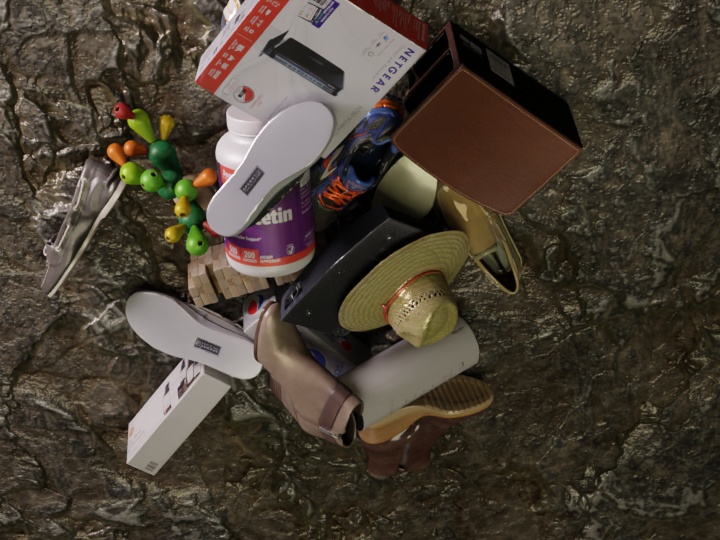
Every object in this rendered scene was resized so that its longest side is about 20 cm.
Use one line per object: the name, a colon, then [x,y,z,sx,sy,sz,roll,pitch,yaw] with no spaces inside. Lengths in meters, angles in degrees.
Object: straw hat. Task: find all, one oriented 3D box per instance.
straw hat: [0.075,0.047,1.710,0.200,0.085,0.201,-27,155,-13]

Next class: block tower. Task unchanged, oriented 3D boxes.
block tower: [-0.126,-0.012,1.775,0.199,0.058,0.054,-17,129,4]

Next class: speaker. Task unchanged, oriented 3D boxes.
speaker: [0.061,0.136,1.847,0.199,0.081,0.081,-29,133,-21]

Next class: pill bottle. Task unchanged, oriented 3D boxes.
pill bottle: [-0.115,-0.100,1.659,0.112,0.113,0.201,-5,118,-3]

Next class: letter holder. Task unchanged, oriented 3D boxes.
letter holder: [0.142,-0.175,1.654,0.200,0.101,0.142,30,121,-27]

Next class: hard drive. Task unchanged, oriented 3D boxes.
hard drive: [0.000,0.000,1.705,0.200,0.042,0.135,-43,144,24]

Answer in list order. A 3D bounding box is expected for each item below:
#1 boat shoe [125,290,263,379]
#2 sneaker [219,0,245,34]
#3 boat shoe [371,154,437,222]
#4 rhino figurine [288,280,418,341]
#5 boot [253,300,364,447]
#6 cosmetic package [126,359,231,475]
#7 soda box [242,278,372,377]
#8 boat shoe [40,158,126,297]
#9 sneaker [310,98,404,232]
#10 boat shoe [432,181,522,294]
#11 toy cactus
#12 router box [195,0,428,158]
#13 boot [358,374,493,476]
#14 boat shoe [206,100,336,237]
boat shoe: [-0.215,0.080,1.829,0.199,0.066,0.072,21,102,1]
sneaker: [-0.059,-0.273,1.561,0.199,0.079,0.080,5,133,-9]
boat shoe: [0.051,-0.077,1.744,0.073,0.063,0.202,17,127,1]
rhino figurine: [-0.003,0.033,1.820,0.199,0.060,0.088,13,124,-22]
boot: [-0.060,0.139,1.760,0.070,0.146,0.200,-44,150,-27]
cosmetic package: [-0.253,0.187,1.901,0.051,0.083,0.200,29,119,-24]
soda box: [-0.069,0.096,1.861,0.063,0.068,0.200,-38,124,21]
boat shoe: [-0.357,-0.056,1.711,0.057,0.067,0.200,33,114,-10]
sneaker: [-0.016,-0.120,1.688,0.075,0.079,0.200,23,122,-23]
boat shoe: [0.156,-0.047,1.771,0.071,0.076,0.200,-32,125,18]
toy cactus: [-0.214,-0.108,1.645,0.102,0.200,0.165,-41,164,9]
router box: [-0.054,-0.238,1.507,0.179,0.049,0.200,28,132,-21]
boot: [0.096,0.229,2.004,0.199,0.073,0.167,-10,141,-1]
boat shoe: [-0.098,-0.117,1.555,0.200,0.057,0.069,-44,82,20]
